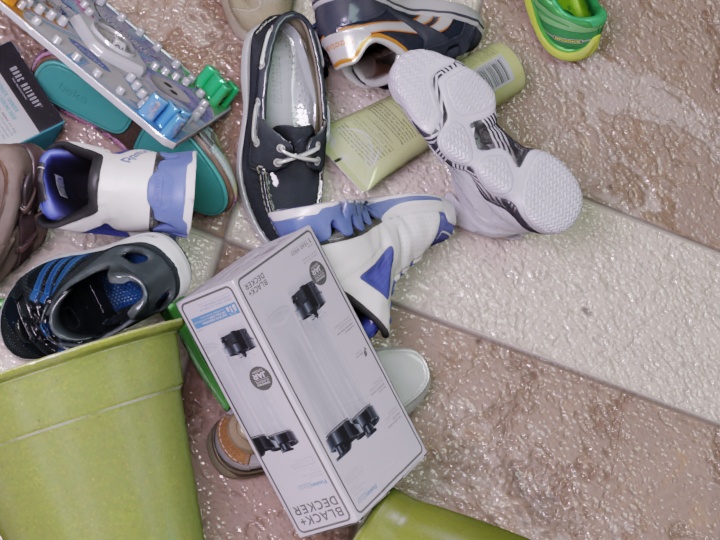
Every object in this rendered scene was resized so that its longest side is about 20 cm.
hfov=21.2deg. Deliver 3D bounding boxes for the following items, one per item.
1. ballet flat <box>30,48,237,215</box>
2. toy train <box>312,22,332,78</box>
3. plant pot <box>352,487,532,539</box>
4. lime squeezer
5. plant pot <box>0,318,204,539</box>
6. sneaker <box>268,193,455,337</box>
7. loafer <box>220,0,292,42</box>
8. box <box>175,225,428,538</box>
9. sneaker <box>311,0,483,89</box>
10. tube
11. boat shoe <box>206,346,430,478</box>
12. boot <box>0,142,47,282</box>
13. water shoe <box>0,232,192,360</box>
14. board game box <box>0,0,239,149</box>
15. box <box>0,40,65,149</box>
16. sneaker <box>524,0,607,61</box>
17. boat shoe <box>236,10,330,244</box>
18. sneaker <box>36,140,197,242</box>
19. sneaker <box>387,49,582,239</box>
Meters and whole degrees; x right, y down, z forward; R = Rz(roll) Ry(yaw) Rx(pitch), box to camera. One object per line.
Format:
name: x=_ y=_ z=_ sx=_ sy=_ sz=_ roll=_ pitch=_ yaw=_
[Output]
ballet flat: x=-0.176 y=-0.125 z=1.569 sx=0.200 sy=0.069 sz=0.071 roll=34 pitch=34 yaw=-5
toy train: x=-0.009 y=-0.241 z=1.694 sx=0.046 sy=0.034 sz=0.200 roll=33 pitch=60 yaw=-1
plant pot: x=0.068 y=0.264 z=1.432 sx=0.193 sy=0.200 sz=0.200 roll=32 pitch=60 yaw=6
lime squeezer: x=-0.182 y=0.038 z=1.515 sx=0.200 sy=0.038 sz=0.071 roll=25 pitch=93 yaw=-11
plant pot: x=-0.192 y=0.154 z=1.382 sx=0.200 sy=0.200 sz=0.190 roll=-18 pitch=87 yaw=-27
sneaker: x=0.000 y=0.000 z=1.545 sx=0.199 sy=0.081 sz=0.115 roll=-9 pitch=94 yaw=-56
loafer: x=-0.106 y=-0.292 z=1.658 sx=0.076 sy=0.068 sz=0.200 roll=-21 pitch=77 yaw=-27
box: x=-0.041 y=0.082 z=1.417 sx=0.200 sy=0.060 sz=0.117 roll=62 pitch=37 yaw=-9
sneaker: x=0.034 y=-0.192 z=1.646 sx=0.200 sy=0.078 sz=0.079 roll=4 pitch=73 yaw=-47
tube: x=0.054 y=-0.136 z=1.669 sx=0.200 sy=0.058 sz=0.052 roll=-31 pitch=113 yaw=-27
boat shoe: x=-0.022 y=0.108 z=1.520 sx=0.200 sy=0.068 sz=0.075 roll=-24 pitch=79 yaw=-28
boot: x=-0.290 y=0.000 z=1.436 sx=0.070 sy=0.200 sz=0.146 roll=29 pitch=30 yaw=13
water shoe: x=-0.213 y=0.024 z=1.405 sx=0.079 sy=0.200 sz=0.072 roll=-36 pitch=99 yaw=-52
board game box: x=-0.196 y=-0.184 z=1.526 sx=0.200 sy=0.026 sz=0.200 roll=39 pitch=16 yaw=-1
box: x=-0.338 y=-0.098 z=1.496 sx=0.200 sy=0.049 sz=0.082 roll=-30 pitch=82 yaw=-29
sneaker: x=0.165 y=-0.289 z=1.754 sx=0.074 sy=0.084 sz=0.200 roll=-30 pitch=81 yaw=-28
boat shoe: x=-0.062 y=-0.115 z=1.587 sx=0.076 sy=0.060 sz=0.200 roll=-6 pitch=85 yaw=-26
sneaker: x=-0.188 y=-0.062 z=1.452 sx=0.115 sy=0.199 sz=0.081 roll=8 pitch=84 yaw=-10
sneaker: x=0.087 y=-0.096 z=1.616 sx=0.200 sy=0.115 sz=0.075 roll=42 pitch=67 yaw=-9
